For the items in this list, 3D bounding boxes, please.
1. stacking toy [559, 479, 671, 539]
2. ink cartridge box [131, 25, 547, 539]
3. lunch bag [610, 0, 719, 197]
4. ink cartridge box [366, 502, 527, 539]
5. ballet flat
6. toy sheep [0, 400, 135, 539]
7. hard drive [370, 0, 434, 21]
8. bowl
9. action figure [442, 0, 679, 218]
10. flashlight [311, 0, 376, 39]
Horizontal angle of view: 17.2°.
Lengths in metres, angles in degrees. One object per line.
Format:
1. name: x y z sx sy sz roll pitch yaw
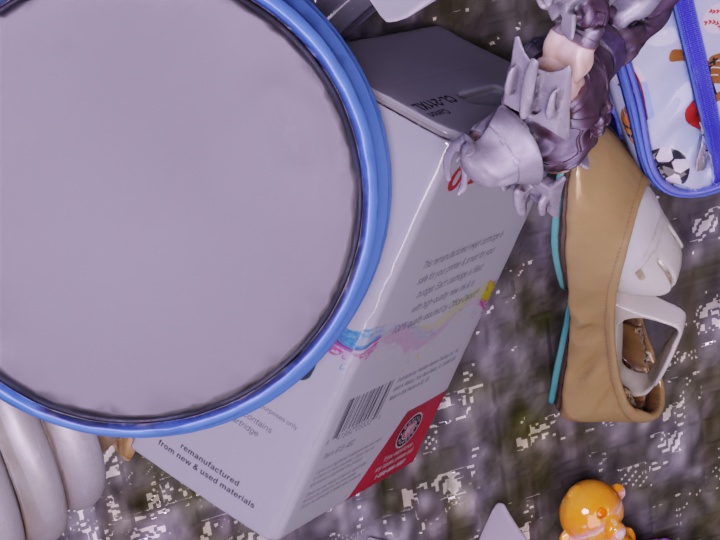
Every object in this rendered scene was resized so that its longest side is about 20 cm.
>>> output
1. stacking toy: 0.157 0.187 1.262 0.116 0.110 0.200 -41 115 -13
2. ink cartridge box: 0.000 0.000 1.050 0.146 0.083 0.200 -20 137 -62
3. lunch bag: 0.170 -0.131 1.085 0.160 0.076 0.200 -22 123 -5
4. ink cartridge box: 0.021 0.219 1.209 0.067 0.116 0.200 18 110 -28
5. ballet flat: 0.125 0.004 1.127 0.063 0.069 0.200 13 145 13
6. toy sheep: -0.184 0.075 1.037 0.200 0.138 0.138 -20 124 -14
7. hard drive: 0.097 -0.161 0.874 0.132 0.200 0.027 -33 93 41
8. bowl: -0.088 -0.030 0.929 0.201 0.039 0.201 -1 100 -3
9. action figure: 0.100 -0.099 0.944 0.200 0.069 0.130 -44 170 -19
10. flashlight: -0.077 -0.083 1.028 0.200 0.068 0.068 -41 91 1
